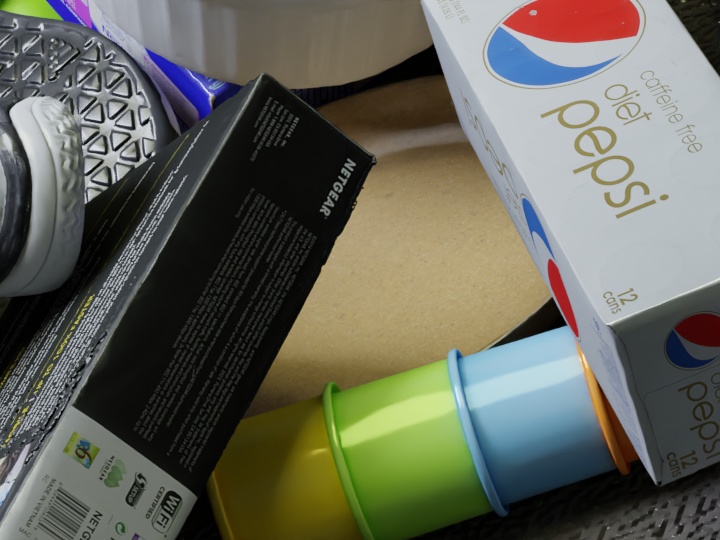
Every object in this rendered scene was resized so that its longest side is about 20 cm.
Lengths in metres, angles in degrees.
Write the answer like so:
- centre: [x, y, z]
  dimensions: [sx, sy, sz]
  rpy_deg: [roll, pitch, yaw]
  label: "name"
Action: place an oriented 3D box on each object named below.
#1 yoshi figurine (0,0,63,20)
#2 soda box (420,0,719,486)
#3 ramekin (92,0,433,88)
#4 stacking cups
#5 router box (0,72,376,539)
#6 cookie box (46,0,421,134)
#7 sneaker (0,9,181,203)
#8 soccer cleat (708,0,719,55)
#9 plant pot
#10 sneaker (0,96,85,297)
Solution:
- centre: [-0.096, -0.128, 1.236]
  dimensions: [0.199, 0.113, 0.112]
  rpy_deg: [-25, 63, -24]
  label: "yoshi figurine"
- centre: [0.079, -0.029, 0.868]
  dimensions: [0.068, 0.064, 0.200]
  rpy_deg: [-22, 38, -2]
  label: "soda box"
- centre: [-0.026, -0.163, 1.055]
  dimensions: [0.199, 0.098, 0.201]
  rpy_deg: [1, 66, -3]
  label: "ramekin"
- centre: [0.052, 0.042, 0.882]
  dimensions: [0.199, 0.061, 0.061]
  rpy_deg: [-19, 31, 9]
  label: "stacking cups"
- centre: [-0.087, 0.049, 0.892]
  dimensions: [0.149, 0.051, 0.200]
  rpy_deg: [-30, 27, 54]
  label: "router box"
- centre: [-0.030, -0.159, 1.149]
  dimensions: [0.200, 0.075, 0.171]
  rpy_deg: [-36, 69, -18]
  label: "cookie box"
- centre: [-0.123, -0.055, 1.129]
  dimensions: [0.072, 0.083, 0.200]
  rpy_deg: [-50, 46, -9]
  label: "sneaker"
- centre: [0.162, -0.112, 1.028]
  dimensions: [0.086, 0.070, 0.200]
  rpy_deg: [-13, 34, 8]
  label: "soccer cleat"
- centre: [0.000, 0.000, 1.015]
  dimensions: [0.199, 0.028, 0.200]
  rpy_deg: [-17, 32, 11]
  label: "plant pot"
- centre: [-0.168, -0.022, 0.943]
  dimensions: [0.114, 0.076, 0.200]
  rpy_deg: [1, -3, -23]
  label: "sneaker"
